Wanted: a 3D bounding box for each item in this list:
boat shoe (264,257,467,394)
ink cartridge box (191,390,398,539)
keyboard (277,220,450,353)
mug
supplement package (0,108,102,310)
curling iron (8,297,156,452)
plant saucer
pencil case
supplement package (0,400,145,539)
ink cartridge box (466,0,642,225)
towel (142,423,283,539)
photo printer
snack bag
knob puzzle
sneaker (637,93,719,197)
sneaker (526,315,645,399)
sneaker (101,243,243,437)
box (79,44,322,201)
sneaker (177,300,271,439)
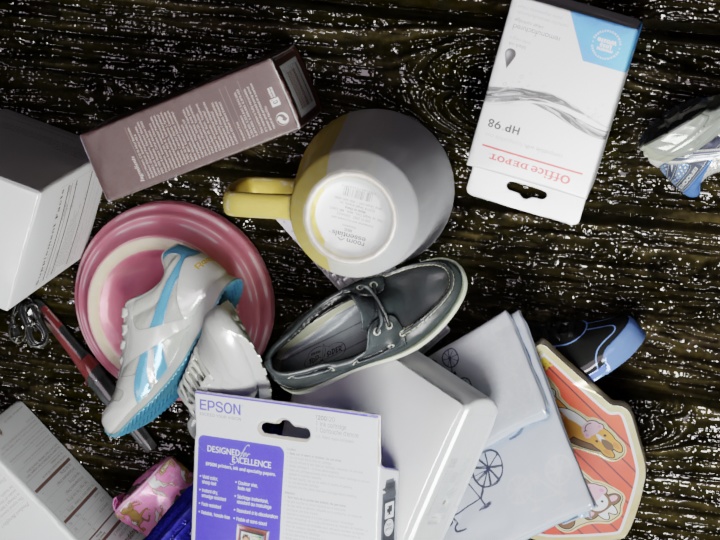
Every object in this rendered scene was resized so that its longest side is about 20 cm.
[{"bbox_3d":[0.000,0.045,1.616,0.199,0.066,0.075,-25,70,14],"label":"boat shoe"},{"bbox_3d":[-0.061,0.212,1.637,0.198,0.043,0.200,6,99,28],"label":"ink cartridge box"},{"bbox_3d":[0.000,0.000,1.732,0.056,0.011,0.200,-40,94,18],"label":"keyboard"},{"bbox_3d":[-0.013,-0.052,1.640,0.186,0.153,0.149,-30,97,14],"label":"mug"},{"bbox_3d":[-0.328,-0.060,1.683,0.121,0.200,0.120,21,108,6],"label":"supplement package"},{"bbox_3d":[-0.275,0.106,1.806,0.200,0.026,0.050,47,71,-7],"label":"curling iron"},{"bbox_3d":[-0.185,0.035,1.759,0.200,0.051,0.201,3,106,11],"label":"plant saucer"},{"bbox_3d":[-0.150,0.272,1.800,0.200,0.083,0.087,45,69,-2],"label":"pencil case"},{"bbox_3d":[-0.328,0.251,1.811,0.117,0.117,0.200,-41,93,18],"label":"supplement package"},{"bbox_3d":[0.168,-0.140,1.630,0.116,0.067,0.200,16,107,6],"label":"ink cartridge box"},{"bbox_3d":[-0.110,0.254,1.746,0.148,0.050,0.200,43,70,-1],"label":"towel"},{"bbox_3d":[0.016,0.145,1.674,0.200,0.069,0.167,33,107,38],"label":"photo printer"},{"bbox_3d":[0.106,0.163,1.658,0.189,0.021,0.200,-32,69,33],"label":"snack bag"},{"bbox_3d":[0.175,0.184,1.687,0.219,0.030,0.220,7,120,12],"label":"knob puzzle"},{"bbox_3d":[0.350,-0.131,1.601,0.200,0.077,0.085,-28,108,24],"label":"sneaker"},{"bbox_3d":[0.162,0.078,1.688,0.200,0.070,0.078,-27,105,18],"label":"sneaker"},{"bbox_3d":[-0.190,0.068,1.710,0.081,0.077,0.200,37,105,13],"label":"sneaker"},{"bbox_3d":[-0.145,-0.136,1.679,0.200,0.100,0.075,-22,99,15],"label":"box"},{"bbox_3d":[-0.130,0.101,1.683,0.080,0.200,0.076,-18,58,-9],"label":"sneaker"}]
